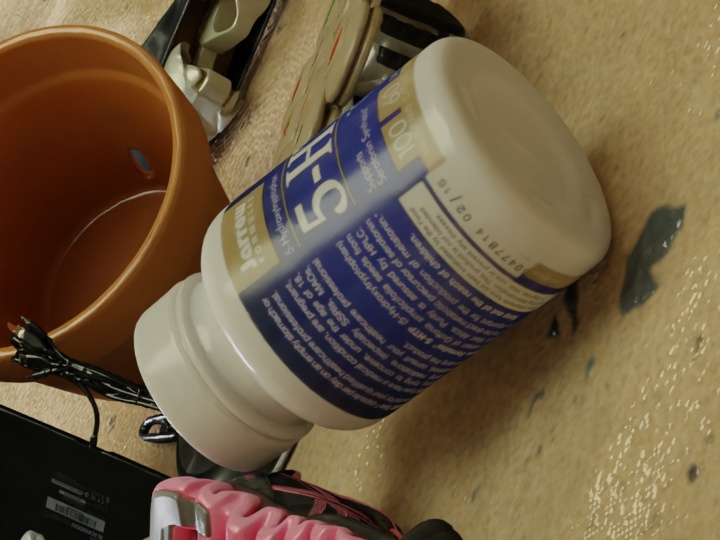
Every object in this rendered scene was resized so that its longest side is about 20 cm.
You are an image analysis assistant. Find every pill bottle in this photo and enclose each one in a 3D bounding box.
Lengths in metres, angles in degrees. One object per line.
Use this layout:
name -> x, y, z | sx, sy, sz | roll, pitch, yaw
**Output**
pill bottle -> 0.000, 0.000, 1.146 | 0.200, 0.120, 0.120 | -37, 34, 24

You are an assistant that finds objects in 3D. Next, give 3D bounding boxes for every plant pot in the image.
plant pot -> -0.152, -0.015, 1.435 | 0.200, 0.140, 0.200 | -13, 59, 22

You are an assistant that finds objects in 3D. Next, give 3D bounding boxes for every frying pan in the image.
frying pan -> -0.078, 0.068, 1.407 | 0.115, 0.031, 0.190 | -62, 27, 5

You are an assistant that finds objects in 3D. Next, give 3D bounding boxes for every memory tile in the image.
memory tile -> -0.018, -0.096, 1.292 | 0.200, 0.017, 0.153 | -81, 13, -61

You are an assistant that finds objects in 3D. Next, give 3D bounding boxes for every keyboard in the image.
keyboard -> -0.135, 0.099, 1.314 | 0.021, 0.200, 0.127 | -27, -46, -62

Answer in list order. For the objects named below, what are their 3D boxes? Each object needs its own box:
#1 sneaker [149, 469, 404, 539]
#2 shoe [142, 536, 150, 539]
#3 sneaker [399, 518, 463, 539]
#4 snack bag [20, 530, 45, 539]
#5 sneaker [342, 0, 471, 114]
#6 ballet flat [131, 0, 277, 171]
sneaker -> -0.003, 0.131, 1.135 | 0.200, 0.095, 0.079 | 23, 114, 44
shoe -> -0.069, 0.169, 1.211 | 0.200, 0.053, 0.070 | 25, 99, 54
sneaker -> 0.023, 0.197, 1.014 | 0.088, 0.074, 0.200 | 22, 105, 25
snack bag -> -0.163, 0.252, 1.289 | 0.189, 0.021, 0.200 | -54, 51, 45
sneaker -> 0.005, -0.042, 1.293 | 0.081, 0.075, 0.200 | -47, 21, 51
ballet flat -> -0.092, -0.135, 1.572 | 0.200, 0.073, 0.073 | -65, 24, -5
